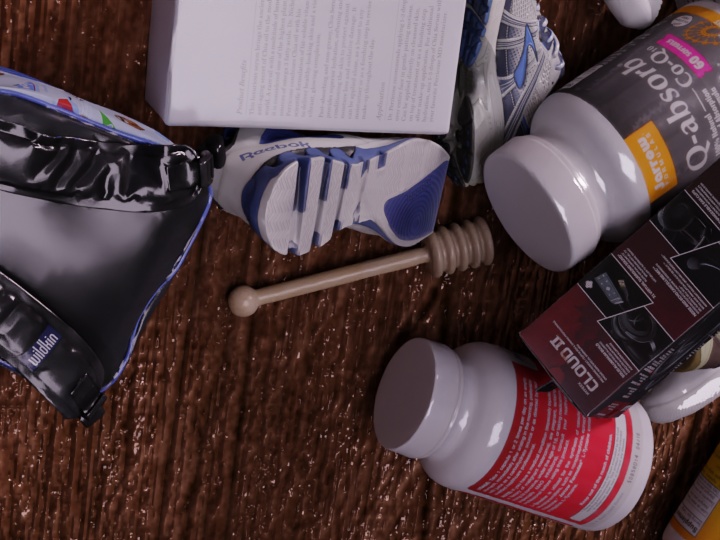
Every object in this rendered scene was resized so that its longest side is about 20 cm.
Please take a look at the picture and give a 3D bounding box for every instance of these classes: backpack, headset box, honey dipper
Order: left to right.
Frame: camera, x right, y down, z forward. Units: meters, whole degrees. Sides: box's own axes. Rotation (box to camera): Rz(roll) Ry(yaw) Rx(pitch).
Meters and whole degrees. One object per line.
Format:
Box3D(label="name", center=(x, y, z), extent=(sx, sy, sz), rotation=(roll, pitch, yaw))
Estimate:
Box3D(label="backpack", center=(-0.212, -0.036, 0.904), extent=(0.190, 0.154, 0.201), rotation=(26, 92, -35))
Box3D(label="honey dipper", center=(0.000, 0.000, 1.063), extent=(0.198, 0.038, 0.038), rotation=(-14, 113, -14))
Box3D(label="headset box", center=(0.204, 0.025, 1.016), extent=(0.200, 0.149, 0.077), rotation=(-41, 74, 11))

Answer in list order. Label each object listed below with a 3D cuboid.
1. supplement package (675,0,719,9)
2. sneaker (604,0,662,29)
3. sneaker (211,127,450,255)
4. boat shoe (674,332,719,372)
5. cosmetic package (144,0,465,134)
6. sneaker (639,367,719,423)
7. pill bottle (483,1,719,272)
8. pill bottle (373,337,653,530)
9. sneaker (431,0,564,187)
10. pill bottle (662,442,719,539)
Box3D(label="supplement package", center=(0.350, -0.202, 1.083), extent=(0.199, 0.111, 0.157), rotation=(-29, 117, -10))
Box3D(label="sneaker", center=(0.145, -0.251, 1.016), extent=(0.080, 0.076, 0.201), rotation=(-30, 110, 1))
Box3D(label="sneaker", center=(-0.034, -0.068, 1.003), extent=(0.198, 0.115, 0.081), rotation=(-7, 117, -50))
Box3D(label="boat shoe", center=(0.262, -0.023, 1.126), extent=(0.066, 0.071, 0.203), rotation=(4, 87, -35))
Box3D(label="cosmetic package", center=(-0.037, -0.149, 0.974), extent=(0.198, 0.071, 0.102), rotation=(0, 109, -21))
Box3D(label="sneaker", center=(0.286, 0.033, 1.176), extent=(0.200, 0.075, 0.089), rotation=(-43, 103, -6))
Box3D(label="pill bottle", center=(0.190, -0.092, 1.017), extent=(0.199, 0.116, 0.117), rotation=(-35, 118, -18))
Box3D(label="pill bottle", center=(0.114, 0.120, 1.107), extent=(0.199, 0.112, 0.113), rotation=(21, 101, -26))
Box3D(label="sneaker", center=(0.101, -0.162, 1.031), extent=(0.084, 0.077, 0.202), rotation=(-11, 121, -26))
Box3D(label="pill bottle", center=(0.322, 0.214, 1.222), extent=(0.110, 0.111, 0.201), rotation=(28, 97, -27))
